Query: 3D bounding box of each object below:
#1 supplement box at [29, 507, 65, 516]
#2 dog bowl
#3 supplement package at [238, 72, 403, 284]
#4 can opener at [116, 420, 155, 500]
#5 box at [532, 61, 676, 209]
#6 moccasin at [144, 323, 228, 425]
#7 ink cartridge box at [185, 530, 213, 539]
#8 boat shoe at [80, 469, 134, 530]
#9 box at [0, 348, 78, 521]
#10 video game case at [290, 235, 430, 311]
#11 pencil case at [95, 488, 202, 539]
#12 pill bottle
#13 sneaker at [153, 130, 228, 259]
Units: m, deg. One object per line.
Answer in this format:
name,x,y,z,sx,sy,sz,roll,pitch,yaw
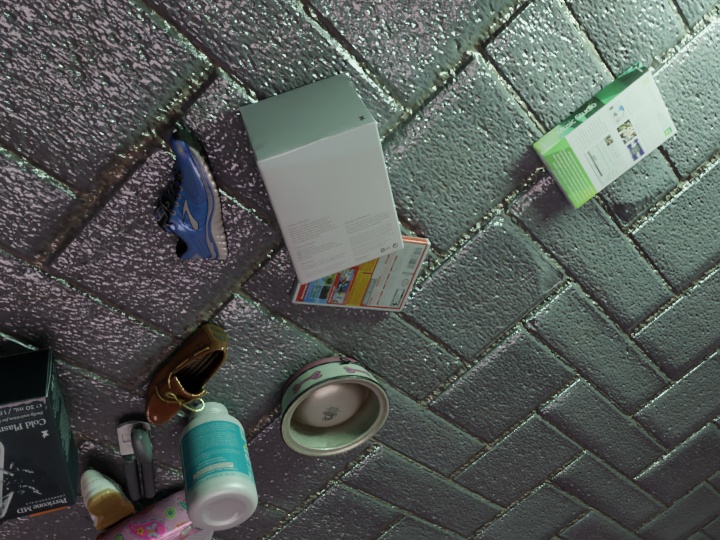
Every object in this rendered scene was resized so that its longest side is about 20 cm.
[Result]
supplement box,-0.525,0.305,1.148,0.066,0.069,0.201,-11,126,-16
dog bowl,-0.052,0.238,1.270,0.199,0.074,0.201,-11,130,-13
supplement package,-0.050,-0.121,0.942,0.151,0.151,0.201,-20,131,-5
can opener,-0.382,0.337,1.224,0.053,0.067,0.201,-5,127,-16
box,0.384,-0.207,1.118,0.200,0.036,0.144,-39,129,9
moccasin,-0.276,0.178,1.135,0.201,0.078,0.074,-44,128,15
ink cartridge box,-0.370,0.568,1.425,0.119,0.042,0.201,5,121,-23
boat shoe,-0.448,0.398,1.251,0.071,0.069,0.200,-26,154,-26
box,-0.516,0.237,0.991,0.199,0.124,0.197,-10,121,-16
video game case,0.000,0.000,1.142,0.199,0.017,0.143,6,124,-25
pencil case,-0.376,0.476,1.303,0.199,0.087,0.088,-23,132,-17
pill bottle,-0.239,0.314,1.173,0.110,0.200,0.111,-10,130,-13
sneaker,-0.231,-0.089,0.946,0.089,0.079,0.201,-13,130,-14
